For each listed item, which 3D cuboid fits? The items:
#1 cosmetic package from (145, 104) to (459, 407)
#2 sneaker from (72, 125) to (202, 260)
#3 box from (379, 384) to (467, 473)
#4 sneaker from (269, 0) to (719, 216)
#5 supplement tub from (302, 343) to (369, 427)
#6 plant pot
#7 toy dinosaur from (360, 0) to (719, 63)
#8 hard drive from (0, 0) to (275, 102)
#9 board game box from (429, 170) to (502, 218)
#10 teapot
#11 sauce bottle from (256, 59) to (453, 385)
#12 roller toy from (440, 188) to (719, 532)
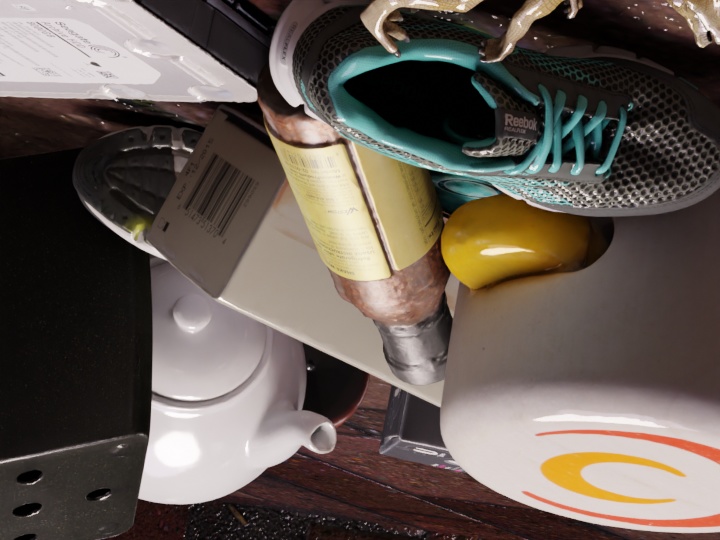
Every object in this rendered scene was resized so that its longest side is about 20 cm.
[{"bbox_3d":[0.000,0.000,1.010,0.200,0.087,0.103,28,-176,-36],"label":"cosmetic package"},{"bbox_3d":[-0.074,-0.027,1.090,0.200,0.075,0.085,16,168,-19],"label":"sneaker"},{"bbox_3d":[0.125,0.085,1.308,0.200,0.122,0.106,12,168,-4],"label":"box"},{"bbox_3d":[0.061,-0.058,0.762,0.200,0.078,0.091,11,-165,-10],"label":"sneaker"},{"bbox_3d":[-0.078,0.084,1.521,0.107,0.107,0.200,16,166,-22],"label":"supplement tub"},{"bbox_3d":[-0.216,0.064,1.112,0.200,0.178,0.200,-9,150,-18],"label":"plant pot"},{"bbox_3d":[0.047,-0.118,0.661,0.200,0.058,0.101,12,156,-42],"label":"toy dinosaur"},{"bbox_3d":[-0.152,-0.116,0.851,0.200,0.038,0.140,4,166,28],"label":"hard drive"},{"bbox_3d":[0.097,-0.052,0.934,0.200,0.028,0.135,-1,164,44],"label":"board game box"},{"bbox_3d":[-0.128,0.056,1.316,0.200,0.198,0.146,0,152,-9],"label":"teapot"},{"bbox_3d":[0.007,-0.022,0.893,0.066,0.066,0.200,6,140,23],"label":"sauce bottle"},{"bbox_3d":[0.132,0.034,0.898,0.200,0.140,0.182,9,157,3],"label":"roller toy"}]
